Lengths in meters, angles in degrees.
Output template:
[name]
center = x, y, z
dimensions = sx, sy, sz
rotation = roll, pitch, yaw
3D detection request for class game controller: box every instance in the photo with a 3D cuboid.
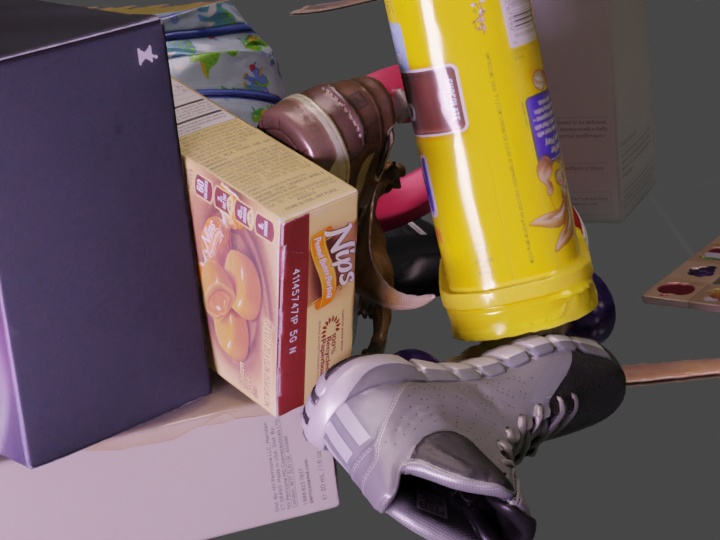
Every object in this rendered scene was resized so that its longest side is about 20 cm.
[game controller]
center = 0.007, -0.017, 1.337
dimensions = 0.103, 0.043, 0.200
rotation = 2, 17, -19

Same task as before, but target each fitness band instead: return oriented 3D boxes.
[fitness band]
center = 0.021, -0.074, 1.227
dimensions = 0.199, 0.144, 0.038
rotation = -11, 57, -47

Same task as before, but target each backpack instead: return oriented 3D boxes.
[backpack]
center = -0.142, -0.089, 1.192
dimensions = 0.198, 0.155, 0.163
rotation = 2, -20, 6

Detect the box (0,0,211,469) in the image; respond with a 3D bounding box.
[box]
center = -0.190, -0.031, 0.975
dimensions = 0.123, 0.202, 0.197
rotation = -22, 24, -38

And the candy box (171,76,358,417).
[candy box]
center = -0.085, -0.024, 0.994
dimensions = 0.055, 0.117, 0.199
rotation = -23, 40, -36

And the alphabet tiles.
[alphabet tiles]
center = 0.306, 0.001, 1.218
dimensions = 0.198, 0.008, 0.167
rotation = 9, 25, 35

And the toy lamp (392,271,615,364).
[toy lamp]
center = 0.070, 0.054, 1.088
dimensions = 0.058, 0.059, 0.199
rotation = 12, 25, 42

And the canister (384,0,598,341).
[canister]
center = 0.070, -0.078, 1.061
dimensions = 0.086, 0.202, 0.149
rotation = -12, 11, 5

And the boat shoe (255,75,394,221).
[boat shoe]
center = -0.023, -0.040, 1.045
dimensions = 0.075, 0.075, 0.202
rotation = -34, -9, -25

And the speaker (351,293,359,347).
[speaker]
center = -0.101, 0.011, 1.162
dimensions = 0.198, 0.082, 0.081
rotation = 2, 18, -13

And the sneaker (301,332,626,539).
[sneaker]
center = 0.074, 0.098, 0.972
dimensions = 0.198, 0.076, 0.116
rotation = -5, 41, -32

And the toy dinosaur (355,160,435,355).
[toy dinosaur]
center = 0.000, 0.000, 1.071
dimensions = 0.058, 0.102, 0.200
rotation = 10, 26, -7

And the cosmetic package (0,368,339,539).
[cosmetic package]
center = -0.120, 0.097, 1.007
dimensions = 0.198, 0.074, 0.104
rotation = -12, 21, -15

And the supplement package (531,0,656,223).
[supplement package]
center = 0.143, -0.146, 1.379
dimensions = 0.116, 0.202, 0.117
rotation = 2, 18, 22

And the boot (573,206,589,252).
[boot]
center = 0.105, -0.057, 1.243
dimensions = 0.072, 0.146, 0.200
rotation = -4, 19, 13
